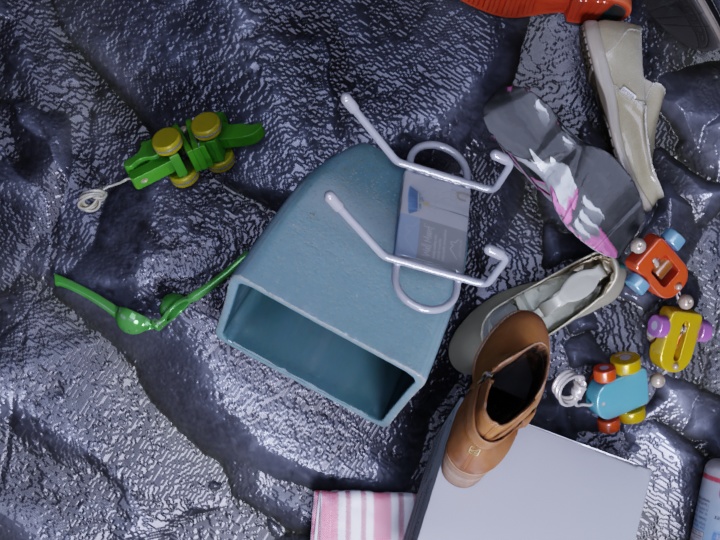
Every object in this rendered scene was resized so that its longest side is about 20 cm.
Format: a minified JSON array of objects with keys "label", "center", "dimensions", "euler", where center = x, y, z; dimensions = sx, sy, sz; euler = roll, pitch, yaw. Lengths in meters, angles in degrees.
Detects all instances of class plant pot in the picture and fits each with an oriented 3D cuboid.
[{"label":"plant pot","center":[0.000,0.000,1.397],"dimensions":[0.195,0.196,0.200],"euler":[29,69,0]}]

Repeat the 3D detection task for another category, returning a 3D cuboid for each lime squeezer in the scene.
[{"label":"lime squeezer","center":[-0.206,0.028,1.473],"dimensions":[0.199,0.038,0.071],"euler":[-8,59,0]}]

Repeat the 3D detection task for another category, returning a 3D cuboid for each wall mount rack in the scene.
[{"label":"wall mount rack","center":[0.048,-0.067,1.301],"dimensions":[0.173,0.075,0.201],"euler":[16,51,-11]}]

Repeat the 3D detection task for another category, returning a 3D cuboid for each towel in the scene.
[{"label":"towel","center":[0.048,0.296,1.474],"dimensions":[0.199,0.030,0.147],"euler":[3,89,-3]}]

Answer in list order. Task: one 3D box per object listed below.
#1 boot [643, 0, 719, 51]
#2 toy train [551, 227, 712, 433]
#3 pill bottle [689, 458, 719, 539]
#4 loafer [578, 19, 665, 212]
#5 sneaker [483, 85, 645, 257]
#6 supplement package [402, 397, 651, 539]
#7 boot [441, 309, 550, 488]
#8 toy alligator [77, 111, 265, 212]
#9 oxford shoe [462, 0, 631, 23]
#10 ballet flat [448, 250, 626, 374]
[{"label":"boot","center":[0.330,-0.334,1.452],"dimensions":[0.200,0.073,0.151],"euler":[47,70,-23]},{"label":"toy train","center":[0.264,0.059,1.445],"dimensions":[0.150,0.056,0.200],"euler":[37,88,-31]},{"label":"pill bottle","center":[0.374,0.292,1.436],"dimensions":[0.108,0.109,0.201],"euler":[11,89,-1]},{"label":"loafer","center":[0.272,-0.158,1.455],"dimensions":[0.068,0.076,0.201],"euler":[-15,89,5]},{"label":"sneaker","center":[0.203,-0.102,1.447],"dimensions":[0.080,0.086,0.200],"euler":[-39,88,4]},{"label":"supplement package","center":[0.155,0.241,1.404],"dimensions":[0.199,0.111,0.156],"euler":[20,61,0]},{"label":"boot","center":[0.136,0.092,1.326],"dimensions":[0.077,0.155,0.200],"euler":[32,61,7]},{"label":"toy alligator","center":[-0.194,-0.117,1.462],"dimensions":[0.199,0.059,0.054],"euler":[-22,48,0]},{"label":"oxford shoe","center":[0.173,-0.298,1.467],"dimensions":[0.199,0.071,0.073],"euler":[8,72,-7]},{"label":"ballet flat","center":[0.176,0.040,1.457],"dimensions":[0.200,0.069,0.070],"euler":[-32,90,-1]}]
